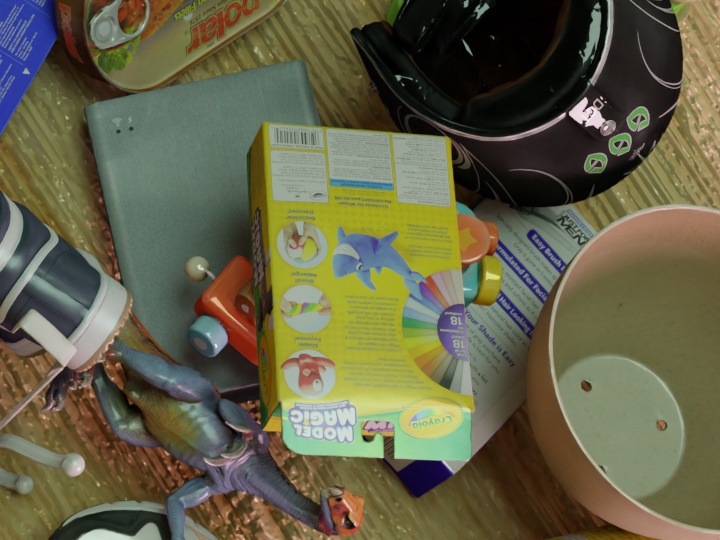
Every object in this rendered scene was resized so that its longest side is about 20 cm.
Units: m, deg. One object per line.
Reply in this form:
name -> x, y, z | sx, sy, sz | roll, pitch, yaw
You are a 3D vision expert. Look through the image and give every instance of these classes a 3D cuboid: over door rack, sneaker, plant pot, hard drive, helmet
over door rack -> -0.208, 0.131, 1.545 | 0.067, 0.200, 0.148 | 32, 60, 2
sneaker -> -0.201, -0.003, 1.599 | 0.108, 0.200, 0.070 | 35, 83, -19
plant pot -> 0.180, 0.078, 1.724 | 0.200, 0.134, 0.201 | 7, 68, -18
hard drive -> -0.079, -0.019, 1.725 | 0.139, 0.033, 0.201 | -12, 71, -5
sneaker -> -0.086, 0.190, 1.643 | 0.199, 0.080, 0.074 | 19, 99, -16
helmet -> 0.101, -0.134, 1.747 | 0.199, 0.191, 0.201 | -3, 81, 17

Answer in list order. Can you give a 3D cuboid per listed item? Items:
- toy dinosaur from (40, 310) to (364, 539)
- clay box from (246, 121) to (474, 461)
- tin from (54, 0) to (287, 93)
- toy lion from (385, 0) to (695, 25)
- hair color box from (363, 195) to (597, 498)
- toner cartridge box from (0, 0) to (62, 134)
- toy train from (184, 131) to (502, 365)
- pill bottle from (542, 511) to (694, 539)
toy dinosaur -> -0.079, 0.084, 1.627 | 0.181, 0.105, 0.200 | 24, 47, -19
clay box -> -0.001, 0.018, 1.610 | 0.114, 0.048, 0.201 | 4, 65, -16
tin -> -0.108, -0.187, 1.771 | 0.200, 0.042, 0.112 | -36, 126, -35
toy lion -> 0.119, -0.169, 1.900 | 0.191, 0.069, 0.200 | 29, 61, -5
hair color box -> 0.070, 0.034, 1.795 | 0.109, 0.065, 0.200 | 47, 61, -2
toner cartridge box -> -0.241, -0.134, 1.720 | 0.095, 0.043, 0.200 | 32, 61, -10
toy train -> 0.000, 0.000, 1.673 | 0.150, 0.056, 0.200 | 44, 60, 3
pill bottle -> 0.181, 0.206, 1.757 | 0.199, 0.111, 0.112 | -10, 76, -28
